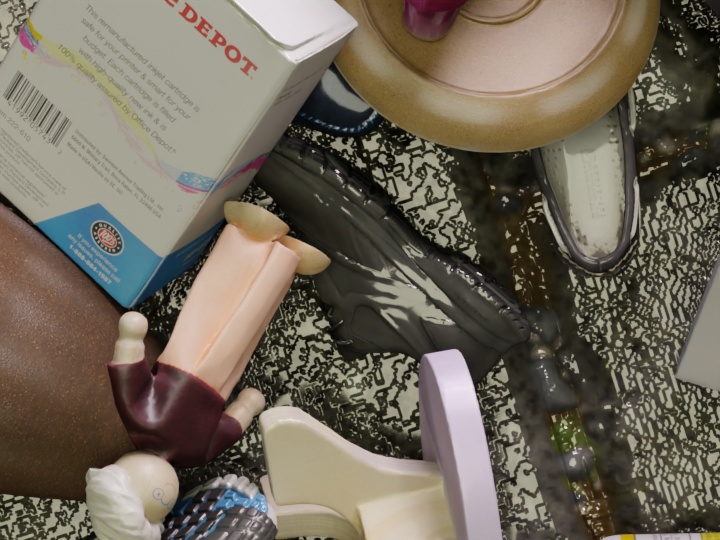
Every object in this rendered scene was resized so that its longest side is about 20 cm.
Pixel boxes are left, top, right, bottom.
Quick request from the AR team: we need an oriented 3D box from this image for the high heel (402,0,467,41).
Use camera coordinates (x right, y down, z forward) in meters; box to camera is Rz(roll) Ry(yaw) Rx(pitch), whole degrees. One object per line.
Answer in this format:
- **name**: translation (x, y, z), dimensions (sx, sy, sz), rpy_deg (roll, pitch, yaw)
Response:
- **high heel**: translation (0.061, -0.230, 1.526), dimensions (0.067, 0.096, 0.201), rpy_deg (21, 70, 4)

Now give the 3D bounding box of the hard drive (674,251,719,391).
- **hard drive**: translation (0.288, 0.045, 1.561), dimensions (0.199, 0.132, 0.026), rpy_deg (17, 53, 4)

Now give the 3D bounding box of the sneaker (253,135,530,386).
- **sneaker**: translation (0.000, 0.000, 1.602), dimensions (0.200, 0.076, 0.091), rpy_deg (41, 101, 5)

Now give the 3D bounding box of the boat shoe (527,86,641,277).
- **boat shoe**: translation (0.122, -0.096, 1.595), dimensions (0.073, 0.060, 0.201), rpy_deg (-6, 91, 5)

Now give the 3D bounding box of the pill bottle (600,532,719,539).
- **pill bottle**: translation (0.186, 0.205, 1.571), dimensions (0.199, 0.114, 0.115), rpy_deg (-2, 91, 4)

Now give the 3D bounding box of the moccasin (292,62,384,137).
- **moccasin**: translation (-0.071, -0.141, 1.603), dimensions (0.199, 0.068, 0.081), rpy_deg (32, 93, 3)

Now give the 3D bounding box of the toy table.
- **toy table**: translation (0.012, 0.149, 1.560), dimensions (0.116, 0.184, 0.201), rpy_deg (-11, 103, -7)

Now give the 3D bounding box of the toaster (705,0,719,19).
- **toaster**: translation (0.226, -0.263, 1.557), dimensions (0.181, 0.119, 0.200), rpy_deg (-38, 88, 3)

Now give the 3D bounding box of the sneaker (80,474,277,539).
- **sneaker**: translation (-0.101, 0.179, 1.579), dimensions (0.087, 0.200, 0.075), rpy_deg (54, 50, -10)

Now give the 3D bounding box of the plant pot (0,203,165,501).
- **plant pot**: translation (-0.213, 0.049, 1.575), dimensions (0.199, 0.187, 0.188), rpy_deg (25, 93, -13)

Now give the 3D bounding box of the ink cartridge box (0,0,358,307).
- **ink cartridge box**: translation (-0.115, -0.104, 1.551), dimensions (0.144, 0.085, 0.200), rpy_deg (42, 124, 9)

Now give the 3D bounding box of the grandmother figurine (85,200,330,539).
- **grandmother figurine**: translation (-0.094, 0.062, 1.530), dimensions (0.121, 0.060, 0.201), rpy_deg (34, 75, -34)

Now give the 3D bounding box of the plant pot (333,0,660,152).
- **plant pot**: translation (0.073, -0.164, 1.568), dimensions (0.199, 0.028, 0.201), rpy_deg (1, 69, -3)
